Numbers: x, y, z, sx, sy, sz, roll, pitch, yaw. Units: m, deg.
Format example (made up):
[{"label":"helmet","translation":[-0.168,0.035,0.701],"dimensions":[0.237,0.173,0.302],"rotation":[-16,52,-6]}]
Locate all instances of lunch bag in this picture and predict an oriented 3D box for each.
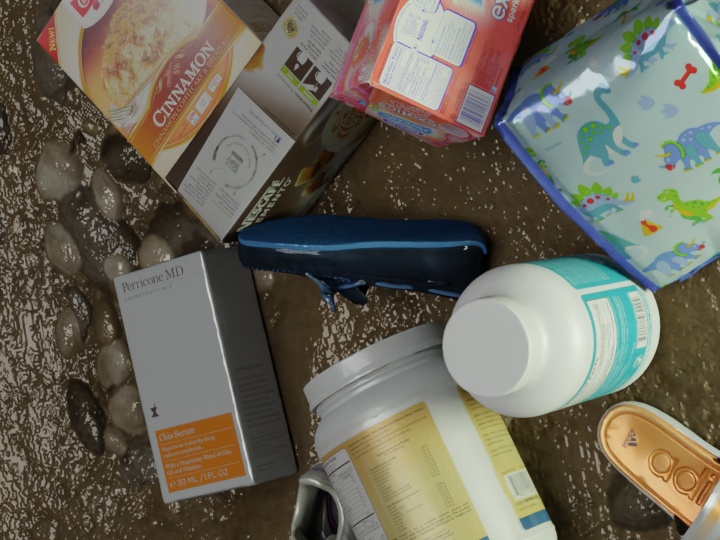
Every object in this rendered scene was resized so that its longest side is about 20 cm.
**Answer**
[{"label":"lunch bag","translation":[0.225,-0.098,1.419],"dimensions":[0.170,0.128,0.200],"rotation":[-32,107,28]}]

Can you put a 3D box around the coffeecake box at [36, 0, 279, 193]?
[{"label":"coffeecake box","translation":[-0.159,-0.190,1.664],"dimensions":[0.200,0.073,0.154],"rotation":[46,115,20]}]

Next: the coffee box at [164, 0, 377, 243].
[{"label":"coffee box","translation":[-0.053,-0.123,1.583],"dimensions":[0.080,0.114,0.200],"rotation":[47,114,19]}]

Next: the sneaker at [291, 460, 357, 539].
[{"label":"sneaker","translation":[-0.030,0.249,1.606],"dimensions":[0.074,0.099,0.201],"rotation":[2,96,28]}]

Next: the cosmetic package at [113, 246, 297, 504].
[{"label":"cosmetic package","translation":[-0.133,0.089,1.671],"dimensions":[0.101,0.071,0.201],"rotation":[-16,85,30]}]

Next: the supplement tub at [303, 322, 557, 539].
[{"label":"supplement tub","translation":[0.051,0.157,1.525],"dimensions":[0.144,0.144,0.201],"rotation":[-31,78,28]}]

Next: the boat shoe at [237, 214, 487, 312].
[{"label":"boat shoe","translation":[0.000,0.000,1.552],"dimensions":[0.199,0.084,0.069],"rotation":[4,114,8]}]

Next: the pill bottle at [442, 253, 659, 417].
[{"label":"pill bottle","translation":[0.136,0.047,1.434],"dimensions":[0.110,0.200,0.112],"rotation":[2,94,30]}]

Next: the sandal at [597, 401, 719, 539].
[{"label":"sandal","translation":[0.254,0.172,1.456],"dimensions":[0.206,0.059,0.080],"rotation":[32,109,25]}]

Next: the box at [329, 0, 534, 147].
[{"label":"box","translation":[0.066,-0.205,1.460],"dimensions":[0.095,0.102,0.201],"rotation":[-4,65,70]}]
